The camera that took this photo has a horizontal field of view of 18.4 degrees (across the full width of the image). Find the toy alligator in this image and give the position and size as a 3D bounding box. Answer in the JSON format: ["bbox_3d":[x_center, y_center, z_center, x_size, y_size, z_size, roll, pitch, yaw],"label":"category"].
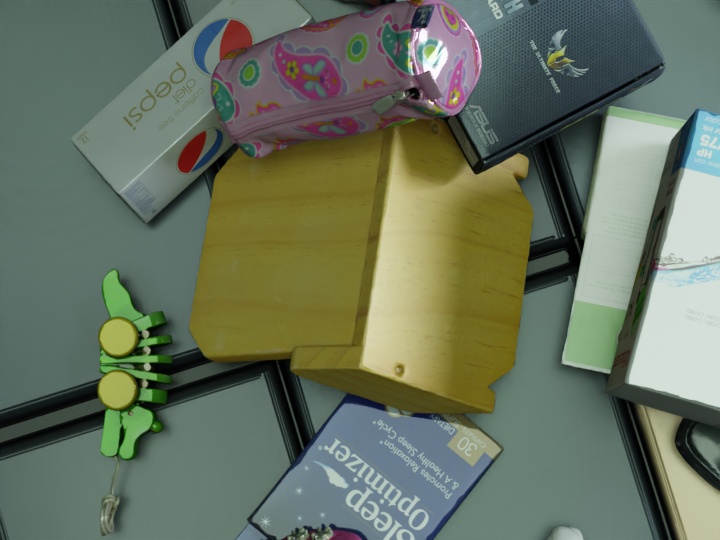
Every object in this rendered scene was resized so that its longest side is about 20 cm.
[{"bbox_3d":[-0.169,0.100,1.682,0.054,0.059,0.202,0,84,1],"label":"toy alligator"}]

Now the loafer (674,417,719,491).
[{"bbox_3d":[0.330,0.158,1.658,0.199,0.070,0.068,27,85,4],"label":"loafer"}]

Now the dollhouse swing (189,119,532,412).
[{"bbox_3d":[0.000,0.000,1.678,0.181,0.175,0.202,20,69,-34],"label":"dollhouse swing"}]

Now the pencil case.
[{"bbox_3d":[-0.012,-0.135,1.576,0.199,0.087,0.088,-8,83,37],"label":"pencil case"}]

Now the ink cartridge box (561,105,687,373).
[{"bbox_3d":[0.238,-0.013,1.689,0.144,0.048,0.202,11,87,3],"label":"ink cartridge box"}]

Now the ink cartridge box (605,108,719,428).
[{"bbox_3d":[0.274,0.009,1.590,0.145,0.147,0.202,15,84,2],"label":"ink cartridge box"}]

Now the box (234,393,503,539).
[{"bbox_3d":[0.001,0.175,1.685,0.121,0.032,0.200,38,87,5],"label":"box"}]

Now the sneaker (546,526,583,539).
[{"bbox_3d":[0.099,0.273,1.652,0.099,0.078,0.201,26,85,7],"label":"sneaker"}]

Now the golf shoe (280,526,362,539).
[{"bbox_3d":[-0.075,0.257,1.651,0.199,0.075,0.092,-23,108,16],"label":"golf shoe"}]

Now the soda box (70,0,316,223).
[{"bbox_3d":[-0.120,-0.134,1.693,0.200,0.064,0.068,-42,65,-3],"label":"soda box"}]

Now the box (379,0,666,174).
[{"bbox_3d":[0.107,-0.194,1.617,0.157,0.051,0.201,-27,85,-9],"label":"box"}]

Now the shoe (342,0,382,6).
[{"bbox_3d":[0.037,-0.230,1.692,0.199,0.091,0.072,24,85,4],"label":"shoe"}]
